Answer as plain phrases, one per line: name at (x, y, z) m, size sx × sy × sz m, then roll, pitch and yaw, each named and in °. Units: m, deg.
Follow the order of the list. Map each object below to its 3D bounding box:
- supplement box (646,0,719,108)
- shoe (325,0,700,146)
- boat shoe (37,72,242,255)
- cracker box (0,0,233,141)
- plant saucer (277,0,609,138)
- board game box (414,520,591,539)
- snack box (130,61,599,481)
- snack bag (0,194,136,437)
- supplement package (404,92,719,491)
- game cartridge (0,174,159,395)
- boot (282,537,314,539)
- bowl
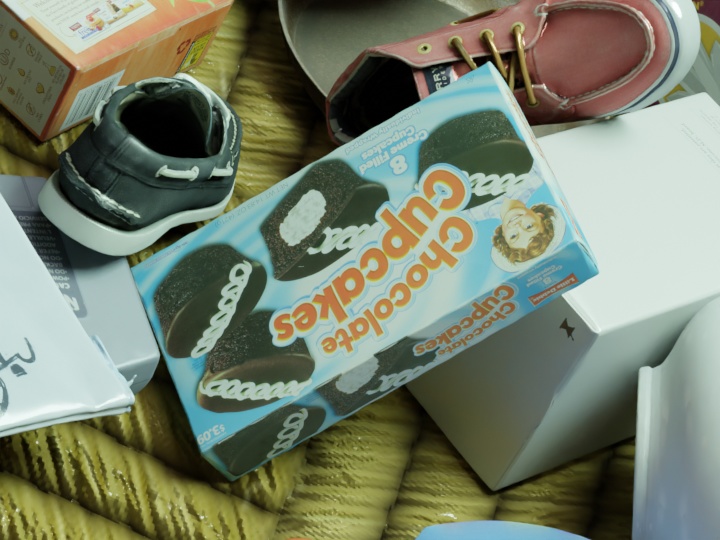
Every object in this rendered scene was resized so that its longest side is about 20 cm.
supplement box at (0.208, -0.141, 1.703) m, size 0.103 × 0.131 × 0.200 m, roll -10°, pitch 53°, yaw -39°
shoe at (0.072, -0.096, 1.490) m, size 0.091 × 0.200 × 0.072 m, roll -23°, pitch 98°, yaw -41°
boat shoe at (-0.091, -0.062, 1.449) m, size 0.076 × 0.060 × 0.200 m, roll 35°, pitch 22°, yaw -1°
cracker box at (-0.181, -0.168, 1.540) m, size 0.200 × 0.058 × 0.134 m, roll 43°, pitch 40°, yaw 14°
plant saucer at (0.042, -0.109, 1.641) m, size 0.200 × 0.032 × 0.200 m, roll 17°, pitch 42°, yaw -16°
board game box at (0.066, 0.194, 1.325) m, size 0.158 × 0.039 × 0.200 m, roll 25°, pitch 41°, yaw 18°
snack box at (0.000, 0.000, 1.387) m, size 0.037 × 0.200 × 0.116 m, roll 49°, pitch 13°, yaw -53°
snack bag at (-0.220, 0.008, 1.303) m, size 0.200 × 0.021 × 0.189 m, roll -12°, pitch 57°, yaw -40°
supplement package at (0.121, 0.006, 1.498) m, size 0.200 × 0.121 × 0.120 m, roll -17°, pitch 58°, yaw -43°
game cartridge at (-0.196, 0.011, 1.358) m, size 0.200 × 0.041 × 0.133 m, roll 3°, pitch 43°, yaw -30°
boot at (-0.003, 0.166, 1.231) m, size 0.075 × 0.107 × 0.200 m, roll -6°, pitch 41°, yaw -15°
bowl at (0.175, 0.094, 1.412) m, size 0.090 × 0.201 × 0.201 m, roll 2°, pitch 40°, yaw 7°
